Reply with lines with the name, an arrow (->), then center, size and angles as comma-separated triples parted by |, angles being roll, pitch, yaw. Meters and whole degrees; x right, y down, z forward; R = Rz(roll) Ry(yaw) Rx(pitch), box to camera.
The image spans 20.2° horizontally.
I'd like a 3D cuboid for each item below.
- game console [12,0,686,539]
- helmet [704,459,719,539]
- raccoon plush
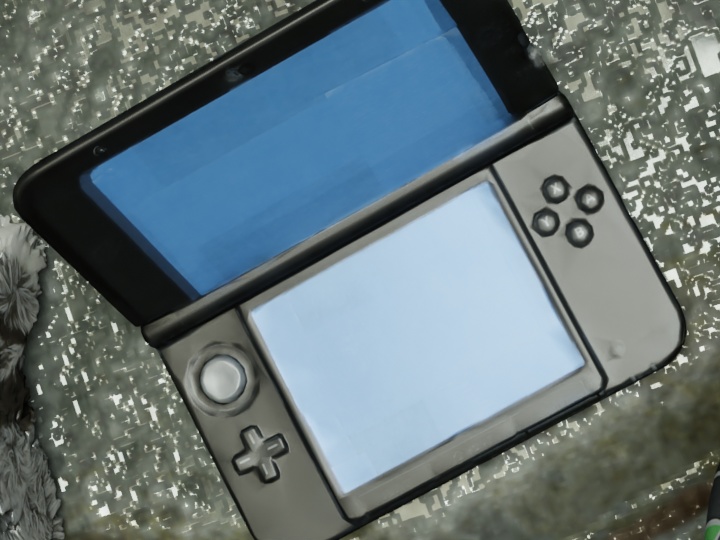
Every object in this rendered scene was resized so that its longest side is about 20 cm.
game console -> 0.000, 0.000, 0.781 | 0.200, 0.116, 0.176 | -29, 83, 10
helmet -> 0.195, 0.090, 0.596 | 0.200, 0.200, 0.191 | -31, 87, 9
raccoon plush -> -0.200, 0.083, 0.856 | 0.134, 0.097, 0.200 | -5, 58, 24
